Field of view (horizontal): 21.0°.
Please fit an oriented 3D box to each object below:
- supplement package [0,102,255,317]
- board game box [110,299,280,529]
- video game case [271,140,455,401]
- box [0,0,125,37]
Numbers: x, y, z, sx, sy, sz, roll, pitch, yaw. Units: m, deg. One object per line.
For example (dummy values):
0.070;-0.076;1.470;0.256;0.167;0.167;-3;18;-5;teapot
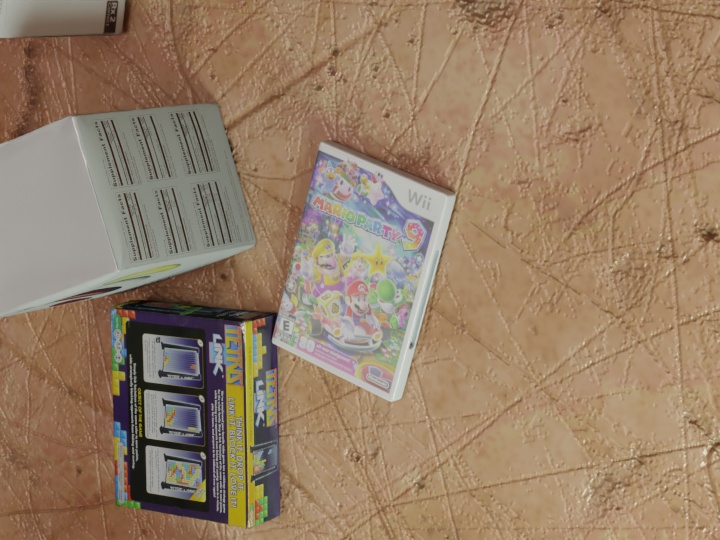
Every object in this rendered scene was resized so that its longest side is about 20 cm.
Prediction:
-0.244;-0.055;1.796;0.191;0.200;0.147;-18;87;35;supplement package
-0.158;0.134;1.856;0.165;0.057;0.200;5;100;31;board game box
0.000;0.000;1.750;0.143;0.018;0.200;25;110;29;video game case
-0.320;-0.324;1.805;0.131;0.200;0.199;17;106;32;box
